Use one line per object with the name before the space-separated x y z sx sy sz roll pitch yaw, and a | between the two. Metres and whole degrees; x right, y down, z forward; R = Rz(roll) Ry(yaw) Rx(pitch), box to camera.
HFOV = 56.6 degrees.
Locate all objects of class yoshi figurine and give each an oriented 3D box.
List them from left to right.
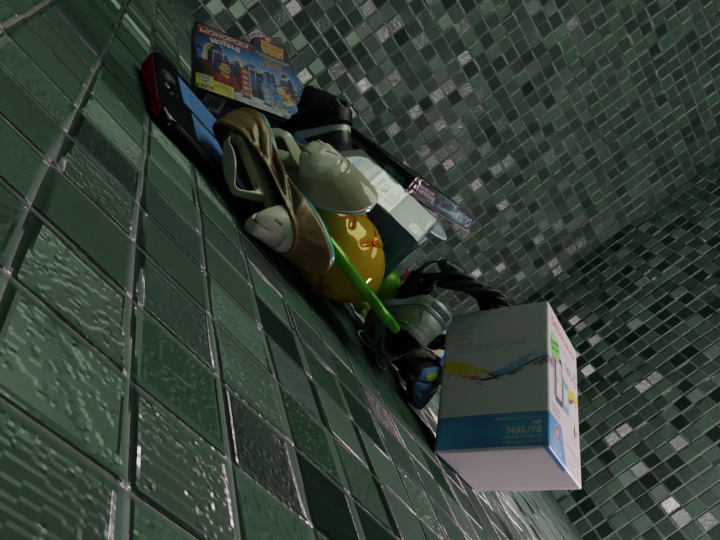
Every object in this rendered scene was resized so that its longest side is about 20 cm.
yoshi figurine | 0.013 0.009 1.017 0.113 0.112 0.200 61 8 -10

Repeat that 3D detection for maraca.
maraca | -0.018 -0.010 0.787 0.200 0.107 0.137 53 4 -9

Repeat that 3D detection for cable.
cable | 0.131 0.058 0.972 0.163 0.051 0.200 17 -35 -3

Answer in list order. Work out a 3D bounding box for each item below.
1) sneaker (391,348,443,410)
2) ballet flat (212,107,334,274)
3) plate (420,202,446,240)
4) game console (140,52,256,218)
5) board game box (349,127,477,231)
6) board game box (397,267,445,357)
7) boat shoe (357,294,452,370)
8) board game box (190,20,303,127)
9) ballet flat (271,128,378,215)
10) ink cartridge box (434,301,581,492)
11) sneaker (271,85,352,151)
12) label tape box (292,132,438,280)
sneaker | 0.078 0.144 0.964 0.083 0.071 0.200 34 5 4
ballet flat | -0.099 -0.079 0.697 0.072 0.068 0.200 -20 83 -46
plate | 0.051 -0.113 0.970 0.200 0.026 0.200 35 10 -7
game console | -0.171 -0.146 0.766 0.200 0.031 0.177 49 6 -40
board game box | 0.074 -0.125 0.952 0.135 0.028 0.200 44 12 33
board game box | 0.088 0.086 1.189 0.103 0.105 0.200 51 4 -15
boat shoe | 0.042 0.091 0.893 0.075 0.086 0.202 48 -24 -12
board game box | -0.176 -0.302 1.053 0.200 0.062 0.200 14 49 -31
ballet flat | -0.066 -0.118 0.739 0.200 0.070 0.069 24 -14 34
ink cartridge box | 0.199 0.169 0.886 0.147 0.146 0.200 49 40 -42
sneaker | -0.088 -0.197 0.927 0.200 0.112 0.073 7 1 35
label tape box | -0.020 -0.079 0.866 0.200 0.144 0.063 43 48 1
